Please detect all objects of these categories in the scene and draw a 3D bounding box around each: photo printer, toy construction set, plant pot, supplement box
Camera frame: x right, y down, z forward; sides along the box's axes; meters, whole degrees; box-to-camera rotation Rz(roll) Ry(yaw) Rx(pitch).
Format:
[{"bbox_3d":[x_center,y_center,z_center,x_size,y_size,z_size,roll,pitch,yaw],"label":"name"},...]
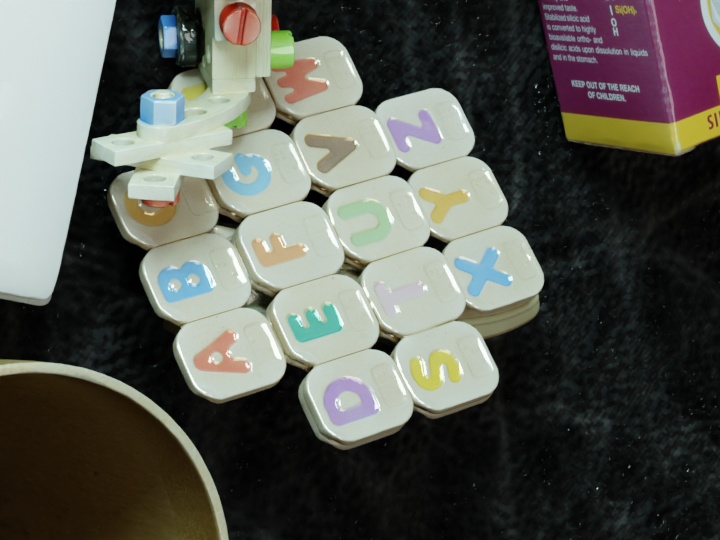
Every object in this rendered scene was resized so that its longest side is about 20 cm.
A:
[{"bbox_3d":[-0.193,-0.095,1.097,0.166,0.069,0.200,12,91,-29],"label":"photo printer"},{"bbox_3d":[-0.061,-0.127,1.125,0.092,0.131,0.200,11,108,-18],"label":"toy construction set"},{"bbox_3d":[-0.182,0.117,1.059,0.186,0.200,0.186,-4,98,-30],"label":"plant pot"},{"bbox_3d":[0.163,-0.174,1.280,0.131,0.103,0.200,-22,107,-26],"label":"supplement box"}]

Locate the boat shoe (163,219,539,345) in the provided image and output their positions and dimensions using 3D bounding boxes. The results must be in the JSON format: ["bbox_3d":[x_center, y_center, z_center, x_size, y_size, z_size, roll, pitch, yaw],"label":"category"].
[{"bbox_3d":[0.000,0.000,1.229,0.200,0.072,0.065,0,98,-25],"label":"boat shoe"}]

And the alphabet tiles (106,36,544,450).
[{"bbox_3d":[-0.013,-0.017,1.187,0.196,0.015,0.200,-17,72,-27],"label":"alphabet tiles"}]
